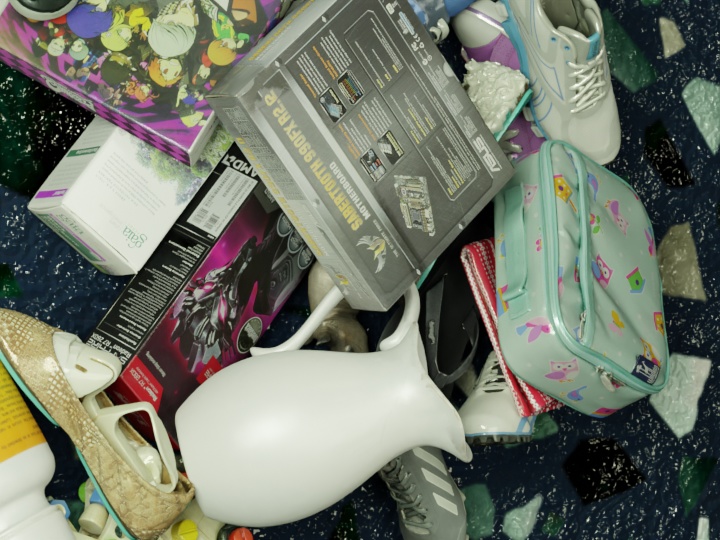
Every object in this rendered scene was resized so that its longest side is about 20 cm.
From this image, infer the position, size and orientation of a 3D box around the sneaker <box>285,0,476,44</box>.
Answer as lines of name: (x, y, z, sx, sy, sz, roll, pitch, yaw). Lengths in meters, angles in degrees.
sneaker: (0.025, -0.150, 1.569, 0.198, 0.081, 0.148, -17, 81, -19)

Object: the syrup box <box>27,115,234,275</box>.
syrup box: (-0.149, -0.099, 1.490, 0.079, 0.081, 0.201, 42, 73, -22)

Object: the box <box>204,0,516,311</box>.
box: (0.004, -0.096, 1.449, 0.158, 0.048, 0.201, -46, 115, -22)

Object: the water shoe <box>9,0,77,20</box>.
water shoe: (-0.240, -0.274, 1.399, 0.071, 0.079, 0.201, -23, 80, -20)

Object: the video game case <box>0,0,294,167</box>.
video game case: (-0.160, -0.198, 1.446, 0.199, 0.036, 0.182, 29, 74, 6)

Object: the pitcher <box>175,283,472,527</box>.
pitcher: (-0.035, 0.091, 1.482, 0.198, 0.122, 0.173, -18, 59, 2)

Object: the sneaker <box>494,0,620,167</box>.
sneaker: (0.164, -0.166, 1.583, 0.075, 0.087, 0.201, -33, 113, -17)

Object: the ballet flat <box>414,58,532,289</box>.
ballet flat: (0.063, -0.079, 1.567, 0.072, 0.072, 0.201, 39, 70, -25)

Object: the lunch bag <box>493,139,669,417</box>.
lunch bag: (0.170, 0.007, 1.580, 0.160, 0.077, 0.202, 32, 46, -43)

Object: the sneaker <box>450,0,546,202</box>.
sneaker: (0.120, -0.124, 1.653, 0.114, 0.072, 0.201, -48, 114, -16)

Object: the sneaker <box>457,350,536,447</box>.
sneaker: (0.117, 0.095, 1.621, 0.200, 0.071, 0.073, -33, 117, -66)

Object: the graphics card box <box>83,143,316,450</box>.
graphics card box: (-0.116, 0.021, 1.503, 0.201, 0.051, 0.126, -56, 148, -18)

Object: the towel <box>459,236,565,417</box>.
towel: (0.154, 0.036, 1.634, 0.199, 0.022, 0.146, -12, 79, -60)

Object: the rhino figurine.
rhino figurine: (0.000, 0.000, 1.595, 0.087, 0.060, 0.202, 21, 83, -33)

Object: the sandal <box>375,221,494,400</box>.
sandal: (0.066, 0.040, 1.570, 0.076, 0.043, 0.201, 44, 54, -29)

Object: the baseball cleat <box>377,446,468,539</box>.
baseball cleat: (0.030, 0.159, 1.602, 0.106, 0.069, 0.202, -18, 102, -45)

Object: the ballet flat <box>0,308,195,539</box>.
ballet flat: (-0.182, 0.096, 1.407, 0.065, 0.071, 0.201, -30, 109, 12)

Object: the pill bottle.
pill bottle: (-0.277, 0.117, 1.376, 0.110, 0.111, 0.201, -28, 86, -26)

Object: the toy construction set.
toy construction set: (-0.154, 0.220, 1.496, 0.201, 0.091, 0.132, 57, 46, -27)
